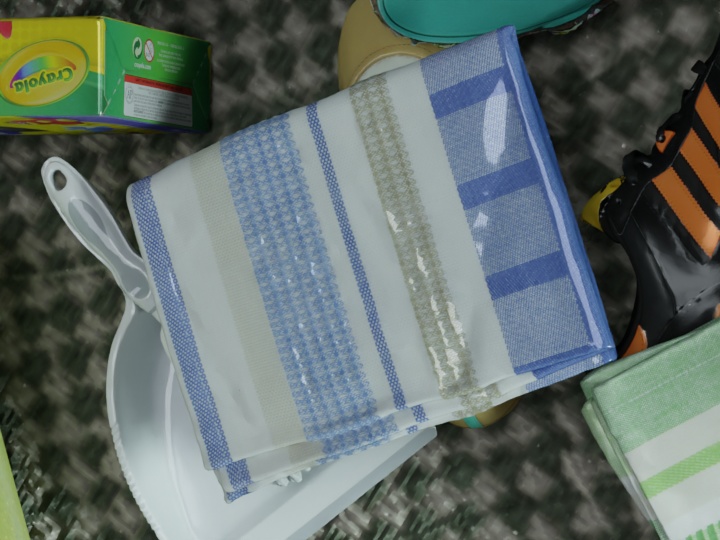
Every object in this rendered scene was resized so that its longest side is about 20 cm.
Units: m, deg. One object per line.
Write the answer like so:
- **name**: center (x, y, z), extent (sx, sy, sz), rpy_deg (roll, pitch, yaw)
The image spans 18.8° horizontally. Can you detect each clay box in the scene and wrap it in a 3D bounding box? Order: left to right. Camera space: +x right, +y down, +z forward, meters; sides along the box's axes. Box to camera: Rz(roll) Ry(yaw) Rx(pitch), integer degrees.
- **clay box**: center (-0.181, -0.086, 0.990), extent (0.199, 0.115, 0.048), rpy_deg (0, 90, 21)

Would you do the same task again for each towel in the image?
- **towel**: center (0.000, 0.000, 0.907), extent (0.199, 0.024, 0.148), rpy_deg (-21, 84, 26)
- **towel**: center (0.196, 0.099, 0.866), extent (0.152, 0.023, 0.201), rpy_deg (-27, 98, 16)

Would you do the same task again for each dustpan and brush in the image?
- **dustpan and brush**: center (-0.077, 0.031, 0.978), extent (0.139, 0.057, 0.200), rpy_deg (-39, 77, 15)

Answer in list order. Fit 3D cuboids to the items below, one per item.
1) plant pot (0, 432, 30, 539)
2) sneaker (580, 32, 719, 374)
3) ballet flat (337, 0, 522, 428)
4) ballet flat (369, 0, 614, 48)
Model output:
- **plant pot**: center (-0.233, 0.098, 0.980), extent (0.199, 0.200, 0.185), rpy_deg (-22, 93, 18)
- **sneaker**: center (0.136, -0.041, 0.893), extent (0.089, 0.070, 0.202), rpy_deg (5, 93, 11)
- **ballet flat**: center (0.032, -0.032, 0.939), extent (0.068, 0.063, 0.201), rpy_deg (-17, 83, 12)
- **ballet flat**: center (0.099, -0.150, 0.920), extent (0.199, 0.064, 0.076), rpy_deg (-18, 119, 15)
